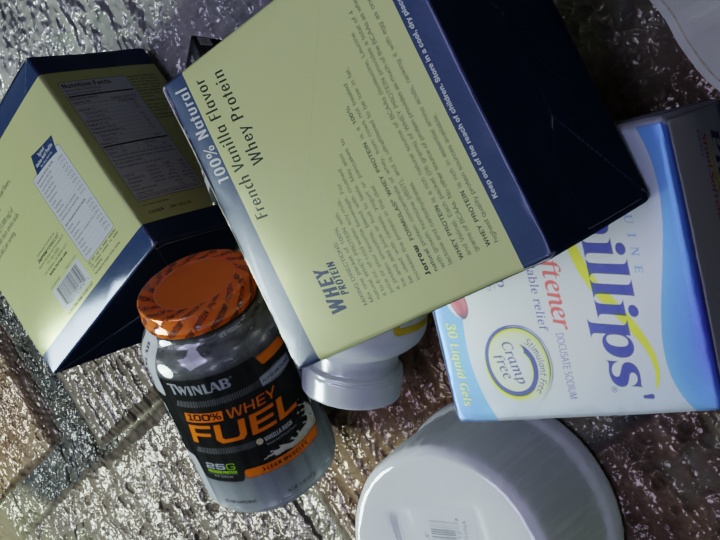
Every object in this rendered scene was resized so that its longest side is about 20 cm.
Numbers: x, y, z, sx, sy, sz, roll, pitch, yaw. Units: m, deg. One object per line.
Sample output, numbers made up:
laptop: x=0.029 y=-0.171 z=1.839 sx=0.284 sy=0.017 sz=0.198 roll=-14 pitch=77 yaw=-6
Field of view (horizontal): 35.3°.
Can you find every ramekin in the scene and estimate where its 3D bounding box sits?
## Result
ramekin: x=0.091 y=0.206 z=0.869 sx=0.200 sy=0.098 sz=0.202 roll=11 pitch=109 yaw=35

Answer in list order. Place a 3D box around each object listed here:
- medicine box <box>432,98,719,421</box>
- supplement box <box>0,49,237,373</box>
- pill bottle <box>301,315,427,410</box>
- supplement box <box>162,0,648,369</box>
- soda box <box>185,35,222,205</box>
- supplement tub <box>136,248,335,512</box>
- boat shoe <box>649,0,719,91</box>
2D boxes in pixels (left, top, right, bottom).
medicine box: x=0.151 y=-0.002 z=0.763 sx=0.199 sy=0.103 sz=0.183 roll=-10 pitch=96 yaw=40
supplement box: x=-0.236 y=-0.057 z=1.017 sx=0.200 sy=0.134 sz=0.200 roll=-45 pitch=75 yaw=35
pill bottle: x=0.000 y=0.000 z=0.874 sx=0.112 sy=0.112 sz=0.201 roll=17 pitch=112 yaw=33
supplement box: x=0.024 y=-0.077 z=0.683 sx=0.199 sy=0.134 sz=0.201 roll=-27 pitch=88 yaw=39
soda box: x=-0.095 y=-0.118 z=0.881 sx=0.200 sy=0.063 sz=0.071 roll=-119 pitch=39 yaw=-58
supplement tub: x=-0.104 y=0.090 z=0.934 sx=0.122 sy=0.123 sz=0.201 roll=6 pitch=130 yaw=36
boat shoe: x=0.188 y=-0.191 z=0.636 sx=0.075 sy=0.062 sz=0.200 roll=-26 pitch=114 yaw=43
